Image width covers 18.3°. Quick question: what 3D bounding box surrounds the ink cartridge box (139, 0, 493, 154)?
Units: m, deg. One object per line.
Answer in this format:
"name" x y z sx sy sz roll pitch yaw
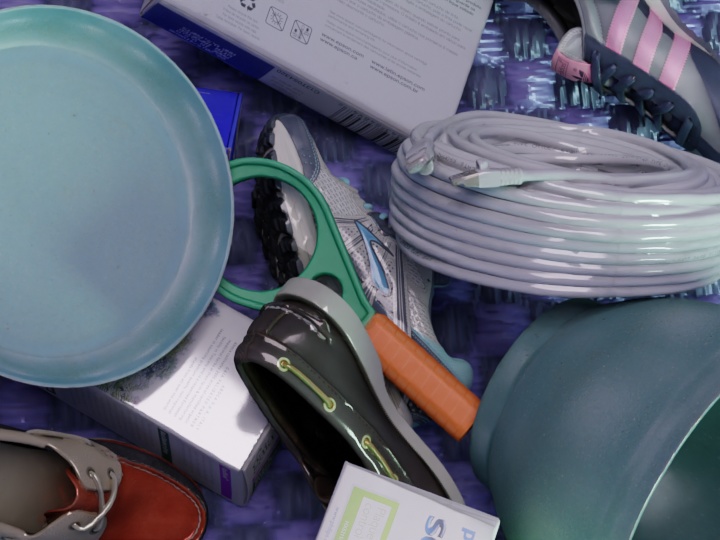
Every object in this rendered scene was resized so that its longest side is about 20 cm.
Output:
"ink cartridge box" -0.011 -0.194 1.333 0.195 0.043 0.201 27 65 -18

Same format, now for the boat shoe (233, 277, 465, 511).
"boat shoe" -0.005 0.100 1.192 0.061 0.071 0.202 -46 120 -31

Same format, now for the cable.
"cable" 0.114 -0.036 1.237 0.198 0.200 0.070 8 103 -2

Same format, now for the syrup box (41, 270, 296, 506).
"syrup box" -0.128 0.042 1.245 0.199 0.082 0.079 30 71 7

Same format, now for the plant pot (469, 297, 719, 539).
"plant pot" 0.144 0.096 1.199 0.134 0.201 0.200 31 68 33

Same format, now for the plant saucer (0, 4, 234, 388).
"plant saucer" -0.161 -0.038 1.173 0.199 0.027 0.202 5 79 -28

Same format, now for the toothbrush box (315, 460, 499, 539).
"toothbrush box" 0.000 0.203 1.128 0.086 0.200 0.146 20 69 4

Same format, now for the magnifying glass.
"magnifying glass" -0.013 0.017 1.221 0.200 0.022 0.080 42 88 8

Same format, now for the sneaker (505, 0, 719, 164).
"sneaker" 0.160 -0.118 1.336 0.082 0.070 0.200 -26 64 -20

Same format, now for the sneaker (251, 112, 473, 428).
"sneaker" 0.000 0.000 1.283 0.086 0.078 0.201 -19 80 -17

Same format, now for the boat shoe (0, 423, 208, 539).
"boat shoe" -0.167 0.116 1.190 0.199 0.062 0.072 18 82 -24

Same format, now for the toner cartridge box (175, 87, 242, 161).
"toner cartridge box" -0.170 -0.079 1.283 0.198 0.095 0.043 7 113 -1
